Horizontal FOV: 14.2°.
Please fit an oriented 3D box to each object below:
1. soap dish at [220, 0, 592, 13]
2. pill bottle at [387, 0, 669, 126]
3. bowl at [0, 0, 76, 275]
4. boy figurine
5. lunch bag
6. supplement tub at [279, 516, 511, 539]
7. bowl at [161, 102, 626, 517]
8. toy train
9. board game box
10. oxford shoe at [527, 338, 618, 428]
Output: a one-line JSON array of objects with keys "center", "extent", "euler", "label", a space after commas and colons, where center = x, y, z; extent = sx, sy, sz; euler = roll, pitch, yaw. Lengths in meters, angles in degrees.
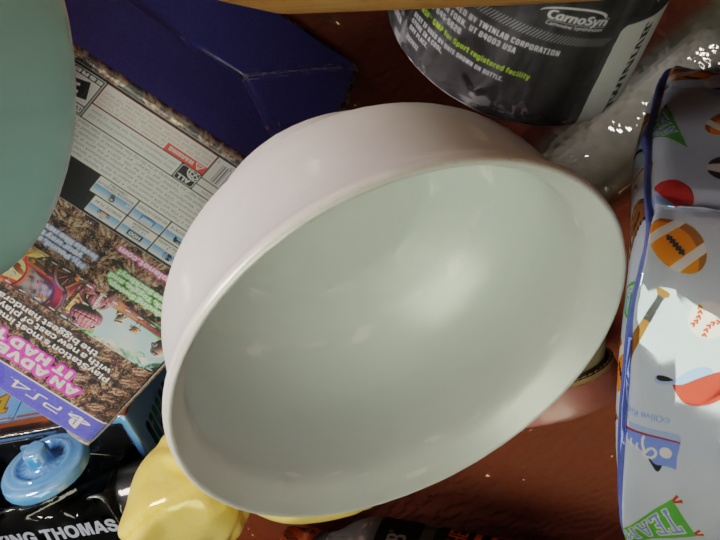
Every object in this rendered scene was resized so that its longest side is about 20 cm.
[{"center": [0.004, -0.170, 1.044], "extent": [0.199, 0.081, 0.158], "euler": [4, 105, 53], "label": "soap dish"}, {"center": [0.088, -0.158, 1.094], "extent": [0.106, 0.107, 0.200], "euler": [22, 134, -3], "label": "pill bottle"}, {"center": [-0.217, -0.081, 1.155], "extent": [0.200, 0.105, 0.202], "euler": [13, 111, 39], "label": "bowl"}, {"center": [-0.031, 0.062, 1.284], "extent": [0.124, 0.064, 0.200], "euler": [45, 113, 11], "label": "boy figurine"}, {"center": [0.147, 0.015, 1.173], "extent": [0.075, 0.200, 0.161], "euler": [4, 119, 11], "label": "lunch bag"}, {"center": [0.052, 0.190, 1.410], "extent": [0.199, 0.123, 0.123], "euler": [9, 133, 8], "label": "supplement tub"}, {"center": [0.000, 0.000, 1.156], "extent": [0.200, 0.091, 0.202], "euler": [-17, 142, -14], "label": "bowl"}, {"center": [-0.173, 0.104, 1.407], "extent": [0.199, 0.115, 0.087], "euler": [-12, 124, 25], "label": "toy train"}, {"center": [-0.125, -0.046, 1.268], "extent": [0.159, 0.097, 0.200], "euler": [33, 132, -14], "label": "board game box"}, {"center": [0.020, 0.034, 1.328], "extent": [0.199, 0.070, 0.075], "euler": [-8, 109, 18], "label": "oxford shoe"}]
